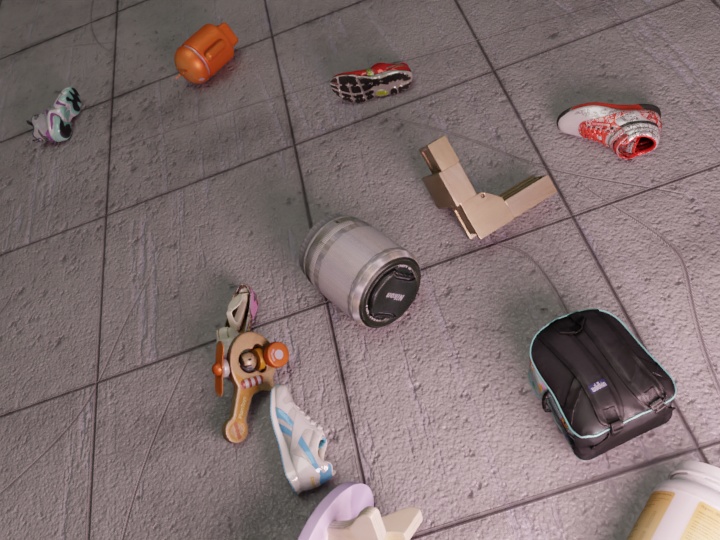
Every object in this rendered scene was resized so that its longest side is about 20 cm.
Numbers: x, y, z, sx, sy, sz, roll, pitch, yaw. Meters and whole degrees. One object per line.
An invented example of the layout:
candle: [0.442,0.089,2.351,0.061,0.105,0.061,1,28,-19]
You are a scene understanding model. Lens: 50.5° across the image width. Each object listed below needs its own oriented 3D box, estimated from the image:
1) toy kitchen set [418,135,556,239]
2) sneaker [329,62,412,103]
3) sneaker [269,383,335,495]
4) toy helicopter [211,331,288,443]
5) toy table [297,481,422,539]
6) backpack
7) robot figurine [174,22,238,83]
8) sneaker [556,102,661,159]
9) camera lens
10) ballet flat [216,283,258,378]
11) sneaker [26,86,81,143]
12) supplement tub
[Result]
toy kitchen set: [0.231,-0.188,1.487,0.180,0.200,0.163,-31,7,-5]
sneaker: [0.027,-0.462,1.848,0.200,0.077,0.085,-4,46,6]
sneaker: [-0.102,0.278,1.295,0.081,0.077,0.200,-19,54,-5]
toy helicopter: [-0.215,0.206,1.365,0.079,0.132,0.200,-13,61,50]
toy table: [-0.002,0.397,1.092,0.117,0.184,0.200,3,43,35]
backpack: [0.348,0.166,1.146,0.176,0.153,0.200,-26,57,-3]
robot figurine: [-0.429,-0.595,2.101,0.144,0.117,0.200,33,68,22]
sneaker: [0.487,-0.273,1.507,0.201,0.067,0.108,1,51,19]
camera lens: [0.000,0.000,1.414,0.160,0.160,0.200,-42,50,-14]
ballet flat: [-0.244,0.111,1.480,0.069,0.071,0.200,-5,51,17]
sneaker: [-0.887,-0.443,2.181,0.140,0.078,0.200,-8,50,14]
supplement tub: [0.417,0.359,0.967,0.145,0.145,0.200,24,64,35]
